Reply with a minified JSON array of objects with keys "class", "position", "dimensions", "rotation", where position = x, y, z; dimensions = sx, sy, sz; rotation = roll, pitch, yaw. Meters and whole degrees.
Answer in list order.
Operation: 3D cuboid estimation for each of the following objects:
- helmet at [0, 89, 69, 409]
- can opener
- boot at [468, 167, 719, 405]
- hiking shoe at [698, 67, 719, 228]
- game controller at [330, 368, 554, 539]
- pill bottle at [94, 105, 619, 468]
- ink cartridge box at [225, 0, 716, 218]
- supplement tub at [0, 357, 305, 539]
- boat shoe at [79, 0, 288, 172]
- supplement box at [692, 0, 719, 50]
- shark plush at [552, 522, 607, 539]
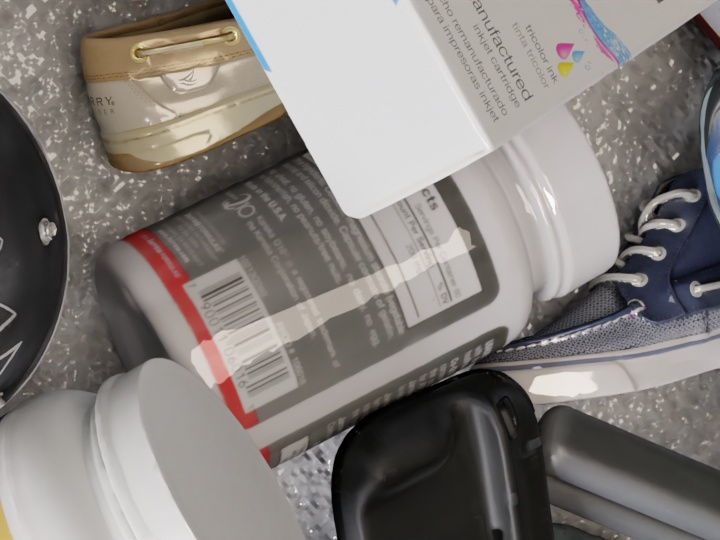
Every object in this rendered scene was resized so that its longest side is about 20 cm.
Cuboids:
[{"class":"helmet","position":[-0.216,-0.006,1.066],"dimensions":[0.199,0.191,0.201],"rotation":[-2,96,-19]},{"class":"can opener","position":[0.156,0.101,1.263],"dimensions":[0.199,0.053,0.067],"rotation":[19,60,-23]},{"class":"boot","position":[0.130,0.004,1.262],"dimensions":[0.199,0.073,0.091],"rotation":[-11,91,-26]},{"class":"hiking shoe","position":[0.197,0.004,1.194],"dimensions":[0.074,0.087,0.201],"rotation":[-18,101,7]},{"class":"game controller","position":[0.041,0.145,1.195],"dimensions":[0.104,0.042,0.201],"rotation":[-18,110,-26]},{"class":"pill bottle","position":[0.000,0.000,1.185],"dimensions":[0.200,0.114,0.114],"rotation":[-27,103,-16]},{"class":"ink cartridge box","position":[0.043,-0.130,1.111],"dimensions":[0.200,0.085,0.145],"rotation":[-35,97,-48]},{"class":"supplement tub","position":[-0.129,0.135,1.078],"dimensions":[0.200,0.144,0.145],"rotation":[-32,106,13]},{"class":"boat shoe","position":[-0.025,-0.111,1.188],"dimensions":[0.200,0.074,0.069],"rotation":[-27,109,-15]},{"class":"supplement box","position":[0.244,-0.172,1.227],"dimensions":[0.200,0.133,0.197],"rotation":[48,67,-17]},{"class":"shark plush","position":[0.166,0.154,1.285],"dimensions":[0.199,0.091,0.084],"rotation":[-2,65,-15]}]
